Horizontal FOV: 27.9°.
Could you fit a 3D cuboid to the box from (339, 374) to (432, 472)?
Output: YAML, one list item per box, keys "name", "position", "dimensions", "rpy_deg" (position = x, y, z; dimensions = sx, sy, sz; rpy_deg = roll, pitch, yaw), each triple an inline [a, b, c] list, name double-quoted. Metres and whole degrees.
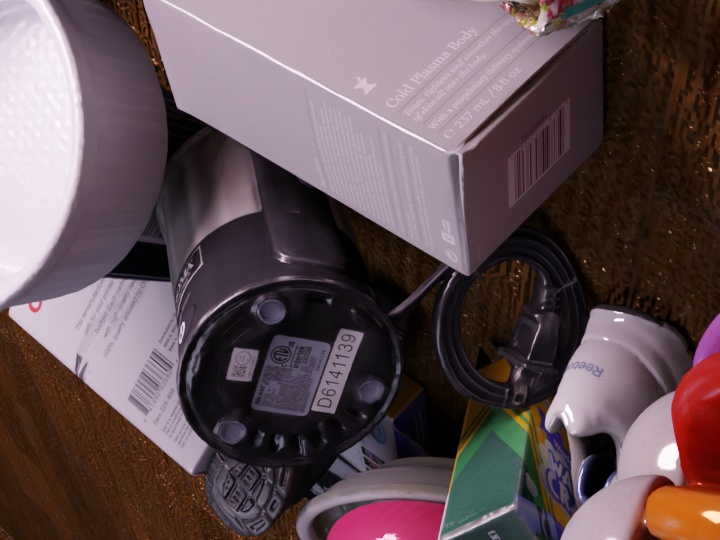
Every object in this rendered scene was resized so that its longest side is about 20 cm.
- name: "box"
  position: [-0.016, 0.092, 1.081]
  dimensions: [0.199, 0.041, 0.119]
  rpy_deg: [31, 152, 27]

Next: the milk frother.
- name: "milk frother"
  position: [0.000, 0.000, 0.812]
  dimensions: [0.199, 0.181, 0.189]
  rpy_deg: [27, -156, -25]

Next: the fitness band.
- name: "fitness band"
  position: [0.073, 0.201, 0.970]
  dimensions: [0.199, 0.038, 0.144]
  rpy_deg: [15, 147, -12]

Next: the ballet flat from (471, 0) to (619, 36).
- name: "ballet flat"
  position: [0.025, -0.155, 0.601]
  dimensions: [0.199, 0.064, 0.076]
  rpy_deg: [32, 153, 33]

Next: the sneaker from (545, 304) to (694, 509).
- name: "sneaker"
  position: [0.152, 0.114, 0.772]
  dimensions: [0.074, 0.087, 0.201]
  rpy_deg: [3, 133, 52]

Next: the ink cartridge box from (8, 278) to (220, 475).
- name: "ink cartridge box"
  position: [-0.133, 0.025, 1.028]
  dimensions: [0.200, 0.147, 0.084]
  rpy_deg: [37, -165, 24]

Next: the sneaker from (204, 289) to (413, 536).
- name: "sneaker"
  position: [-0.028, 0.088, 0.980]
  dimensions: [0.076, 0.091, 0.200]
  rpy_deg: [45, 113, 14]

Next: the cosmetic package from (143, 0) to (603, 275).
- name: "cosmetic package"
  position: [0.004, -0.096, 0.675]
  dimensions: [0.199, 0.107, 0.090]
  rpy_deg: [31, 152, 28]

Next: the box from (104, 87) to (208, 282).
- name: "box"
  position: [-0.193, -0.089, 0.933]
  dimensions: [0.200, 0.105, 0.148]
  rpy_deg: [35, -169, 23]

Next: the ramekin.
- name: "ramekin"
  position: [-0.202, -0.072, 0.796]
  dimensions: [0.200, 0.201, 0.098]
  rpy_deg: [36, -163, 22]

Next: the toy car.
- name: "toy car"
  position: [0.175, 0.079, 0.574]
  dimensions: [0.174, 0.200, 0.151]
  rpy_deg: [2, 112, 28]

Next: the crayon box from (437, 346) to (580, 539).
- name: "crayon box"
  position: [0.108, 0.127, 0.810]
  dimensions: [0.051, 0.200, 0.126]
  rpy_deg: [-29, 108, 22]

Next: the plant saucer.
- name: "plant saucer"
  position: [0.056, 0.173, 1.008]
  dimensions: [0.198, 0.051, 0.201]
  rpy_deg: [7, 150, 4]

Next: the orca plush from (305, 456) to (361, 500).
- name: "orca plush"
  position: [-0.016, 0.186, 1.116]
  dimensions: [0.199, 0.071, 0.105]
  rpy_deg: [32, -179, -15]
